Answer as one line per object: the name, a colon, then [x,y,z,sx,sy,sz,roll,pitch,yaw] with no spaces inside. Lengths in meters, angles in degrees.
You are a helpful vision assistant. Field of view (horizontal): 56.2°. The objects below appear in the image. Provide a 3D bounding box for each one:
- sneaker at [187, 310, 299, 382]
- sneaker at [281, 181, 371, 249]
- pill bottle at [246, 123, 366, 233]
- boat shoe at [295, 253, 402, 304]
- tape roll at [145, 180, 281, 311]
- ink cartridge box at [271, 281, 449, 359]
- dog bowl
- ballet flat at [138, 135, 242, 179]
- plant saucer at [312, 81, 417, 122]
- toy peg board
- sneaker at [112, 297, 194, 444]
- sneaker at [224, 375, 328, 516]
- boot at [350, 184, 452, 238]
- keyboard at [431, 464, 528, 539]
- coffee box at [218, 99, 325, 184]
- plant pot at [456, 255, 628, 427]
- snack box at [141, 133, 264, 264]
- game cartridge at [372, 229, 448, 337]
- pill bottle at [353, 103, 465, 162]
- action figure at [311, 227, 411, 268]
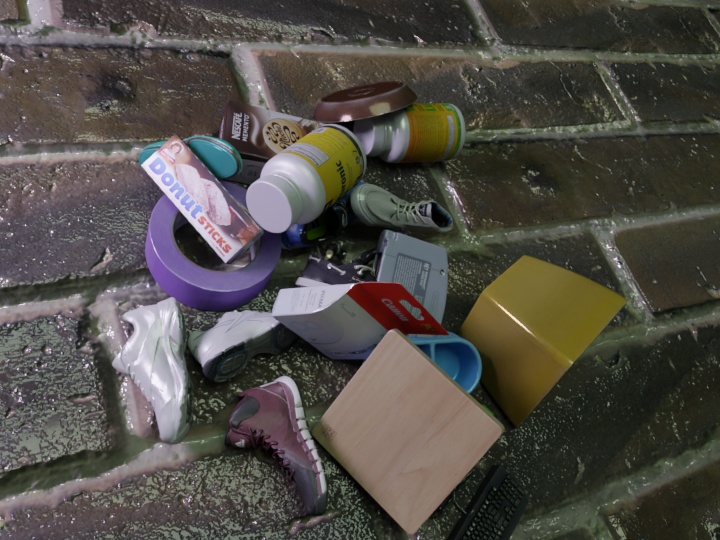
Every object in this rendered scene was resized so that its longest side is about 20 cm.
sneaker: [-0.160,0.085,0.987,0.199,0.075,0.087,-20,45,-42]
sneaker: [-0.042,-0.088,1.123,0.200,0.089,0.079,-36,120,-31]
pill bottle: [-0.083,-0.138,1.025,0.111,0.111,0.200,41,44,4]
boat shoe: [-0.014,0.014,0.996,0.074,0.199,0.061,28,78,-42]
tape roll: [-0.225,-0.041,1.038,0.199,0.066,0.201,11,57,-18]
ink cartridge box: [0.001,0.076,0.943,0.160,0.199,0.048,44,52,-46]
dog bowl: [0.102,0.154,1.047,0.199,0.050,0.112,0,88,-24]
ballet flat: [-0.255,-0.182,1.060,0.199,0.068,0.070,4,24,26]
plant saucer: [0.006,-0.317,1.249,0.199,0.035,0.201,-10,24,4]
toy peg board: [0.073,0.218,0.955,0.199,0.200,0.098,41,15,16]
sneaker: [-0.279,0.139,0.907,0.099,0.078,0.201,-9,64,-10]
sneaker: [-0.121,0.245,0.912,0.115,0.076,0.201,-8,54,-23]
boot: [0.077,-0.105,1.145,0.199,0.095,0.074,16,72,-50]
keyboard: [0.166,0.365,0.993,0.127,0.021,0.200,42,52,4]
coffee box: [-0.145,-0.207,1.167,0.199,0.080,0.114,10,58,-19]
plant pot: [0.281,0.097,1.114,0.176,0.201,0.200,42,52,19]
snack box: [-0.234,-0.106,0.996,0.072,0.024,0.200,-42,81,1]
game cartridge: [0.074,0.048,1.085,0.133,0.040,0.201,16,81,-20]
pill bottle: [0.092,-0.263,1.290,0.199,0.111,0.112,-7,63,-28]
action figure: [0.000,0.000,1.115,0.199,0.069,0.131,-18,75,-16]
